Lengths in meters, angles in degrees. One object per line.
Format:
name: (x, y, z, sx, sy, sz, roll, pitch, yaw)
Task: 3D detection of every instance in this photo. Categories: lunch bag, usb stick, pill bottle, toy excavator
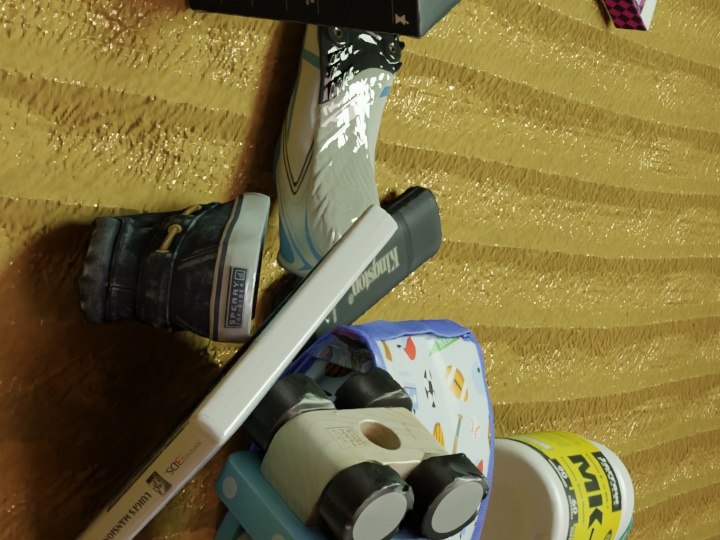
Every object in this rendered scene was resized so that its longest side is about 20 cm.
lunch bag: (0.004, 0.127, 1.348, 0.170, 0.123, 0.201, 0, 107, -63)
usb stick: (0.000, 0.000, 1.392, 0.200, 0.032, 0.056, -38, 134, -55)
pill bottle: (0.136, 0.182, 1.659, 0.200, 0.114, 0.115, 1, 98, -65)
toy excavator: (-0.051, 0.165, 1.187, 0.194, 0.100, 0.201, 0, 125, -46)

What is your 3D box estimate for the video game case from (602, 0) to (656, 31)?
video game case: (0.217, -0.319, 1.726, 0.200, 0.036, 0.182, 50, 53, -59)

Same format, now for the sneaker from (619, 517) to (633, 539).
sneaker: (0.217, 0.308, 1.919, 0.077, 0.079, 0.201, 29, 72, -64)

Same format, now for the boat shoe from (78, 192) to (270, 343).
boat shoe: (-0.098, -0.008, 1.150, 0.200, 0.090, 0.071, -98, -164, -83)

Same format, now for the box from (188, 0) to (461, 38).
box: (-0.020, -0.234, 1.130, 0.079, 0.140, 0.201, -43, 137, -51)

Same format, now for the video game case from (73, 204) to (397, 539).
video game case: (-0.073, 0.069, 1.147, 0.182, 0.023, 0.200, -47, -178, 44)

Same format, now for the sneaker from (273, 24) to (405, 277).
sneaker: (-0.020, -0.091, 1.294, 0.072, 0.072, 0.201, 22, 66, -37)
